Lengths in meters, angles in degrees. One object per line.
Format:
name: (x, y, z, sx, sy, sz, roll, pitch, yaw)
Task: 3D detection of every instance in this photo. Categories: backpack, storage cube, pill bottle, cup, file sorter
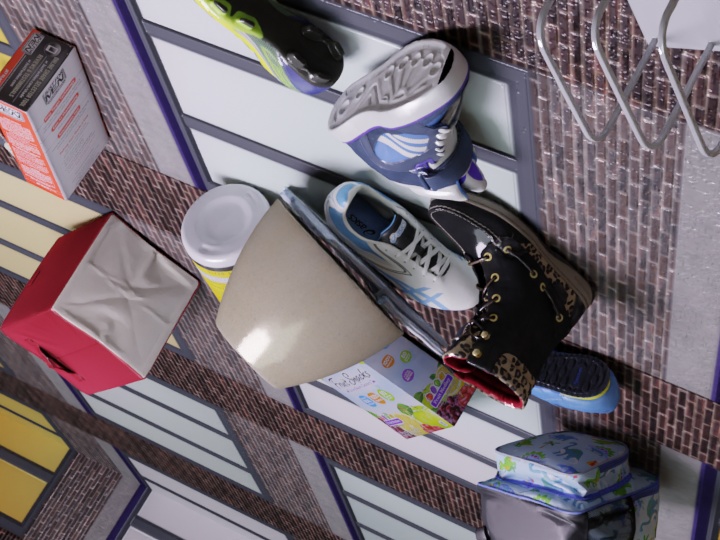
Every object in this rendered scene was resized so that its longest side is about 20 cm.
backpack: (0.262, 0.276, 1.810, 0.200, 0.148, 0.183, -5, -171, -42)
storage cube: (-0.366, 0.048, 2.105, 0.171, 0.200, 0.180, 41, 150, -22)
pill bottle: (-0.130, -0.005, 1.790, 0.111, 0.111, 0.200, 19, 155, 28)
cup: (-0.071, 0.043, 1.616, 0.200, 0.143, 0.200, 47, 180, 0)
file sorter: (0.235, -0.153, 0.979, 0.200, 0.125, 0.139, 13, 151, 39)

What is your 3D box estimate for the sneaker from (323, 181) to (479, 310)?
sneaker: (0.049, -0.022, 1.571, 0.200, 0.072, 0.072, 34, 169, -10)

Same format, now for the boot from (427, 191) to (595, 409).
boot: (0.125, 0.028, 1.472, 0.200, 0.151, 0.073, 38, 157, -18)

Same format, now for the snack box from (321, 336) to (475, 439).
snack box: (0.026, 0.133, 1.944, 0.200, 0.068, 0.169, 36, 158, -9)

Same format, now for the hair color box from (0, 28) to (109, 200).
hair color box: (-0.359, -0.177, 1.730, 0.061, 0.102, 0.200, 25, 157, 14)

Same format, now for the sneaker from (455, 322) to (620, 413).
sneaker: (0.198, 0.116, 1.688, 0.200, 0.066, 0.078, 18, 159, 28)

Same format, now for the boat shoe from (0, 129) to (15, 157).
boat shoe: (-0.409, -0.165, 1.854, 0.063, 0.071, 0.200, 39, 169, 23)

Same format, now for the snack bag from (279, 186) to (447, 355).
snack bag: (0.000, 0.000, 1.649, 0.200, 0.021, 0.189, 43, -178, -28)

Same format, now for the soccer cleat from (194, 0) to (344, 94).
soccer cleat: (-0.103, -0.227, 1.339, 0.200, 0.065, 0.084, 39, 159, -20)

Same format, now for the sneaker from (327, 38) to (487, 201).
sneaker: (0.074, -0.125, 1.325, 0.146, 0.081, 0.200, 31, 157, -24)
